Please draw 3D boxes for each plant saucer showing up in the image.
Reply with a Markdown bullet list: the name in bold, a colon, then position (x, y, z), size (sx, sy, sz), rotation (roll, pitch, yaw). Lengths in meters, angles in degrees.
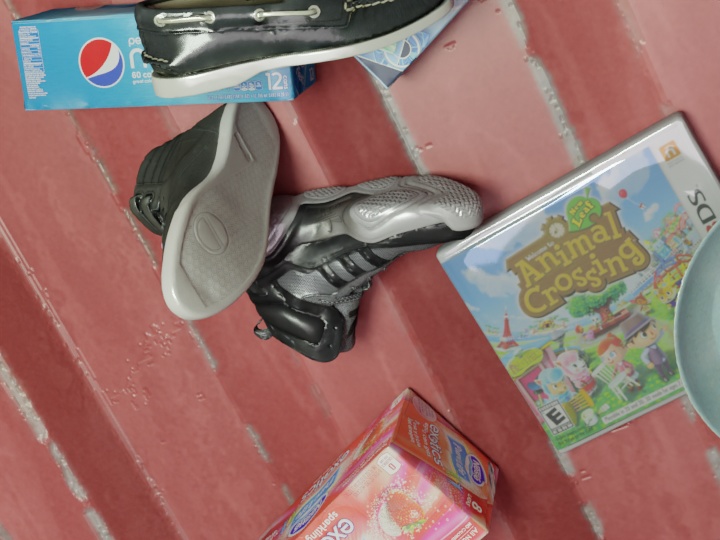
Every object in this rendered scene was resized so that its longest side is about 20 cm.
- **plant saucer**: position (0.300, 0.030, 0.824), size (0.198, 0.039, 0.204), rotation (-1, 101, -6)

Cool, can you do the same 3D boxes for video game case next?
- **video game case**: position (0.182, 0.015, 0.871), size (0.198, 0.022, 0.183), rotation (-29, 102, 21)

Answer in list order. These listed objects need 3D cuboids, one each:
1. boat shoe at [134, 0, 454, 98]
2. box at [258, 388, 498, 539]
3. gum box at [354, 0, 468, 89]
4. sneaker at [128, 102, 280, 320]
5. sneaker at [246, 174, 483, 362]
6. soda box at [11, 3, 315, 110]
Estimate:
- **boat shoe**: position (-0.040, -0.161, 0.756), size (0.197, 0.076, 0.061), rotation (-18, 116, -6)
- **box**: position (0.004, 0.205, 0.944), size (0.102, 0.095, 0.200), rotation (41, 113, -6)
- **gum box**: position (0.025, -0.251, 0.791), size (0.170, 0.045, 0.200), rotation (43, 114, -6)
- **sneaker**: position (-0.117, -0.031, 0.839), size (0.098, 0.202, 0.071), rotation (-26, 125, 32)
- **sneaker**: position (0.000, 0.000, 0.880), size (0.197, 0.076, 0.115), rotation (-6, 110, 21)
- **soda box**: position (-0.135, -0.152, 0.851), size (0.197, 0.068, 0.065), rotation (0, 109, 12)
